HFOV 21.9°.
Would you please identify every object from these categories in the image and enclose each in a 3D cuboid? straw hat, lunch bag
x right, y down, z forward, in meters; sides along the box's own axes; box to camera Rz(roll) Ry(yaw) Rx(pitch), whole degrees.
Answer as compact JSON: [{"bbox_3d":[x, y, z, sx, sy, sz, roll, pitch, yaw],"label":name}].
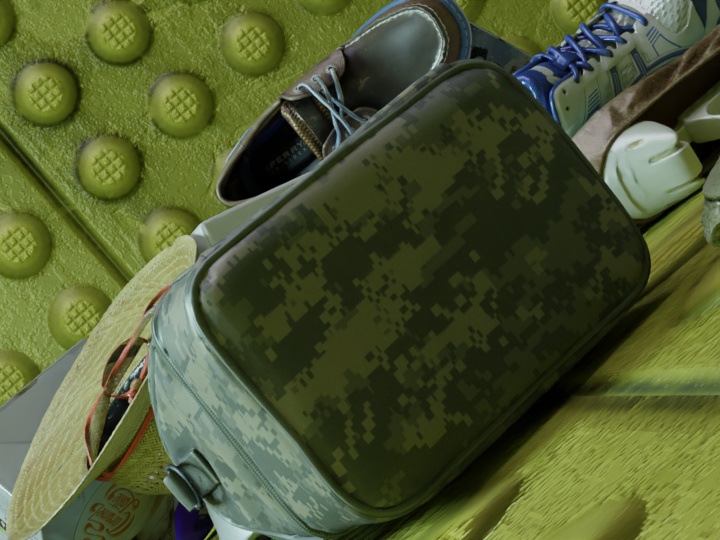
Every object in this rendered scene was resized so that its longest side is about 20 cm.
[{"bbox_3d":[-0.112,0.084,1.042,0.201,0.085,0.201,-51,19,25],"label":"straw hat"},{"bbox_3d":[0.007,0.022,0.814,0.200,0.140,0.168,-41,2,-25],"label":"lunch bag"}]

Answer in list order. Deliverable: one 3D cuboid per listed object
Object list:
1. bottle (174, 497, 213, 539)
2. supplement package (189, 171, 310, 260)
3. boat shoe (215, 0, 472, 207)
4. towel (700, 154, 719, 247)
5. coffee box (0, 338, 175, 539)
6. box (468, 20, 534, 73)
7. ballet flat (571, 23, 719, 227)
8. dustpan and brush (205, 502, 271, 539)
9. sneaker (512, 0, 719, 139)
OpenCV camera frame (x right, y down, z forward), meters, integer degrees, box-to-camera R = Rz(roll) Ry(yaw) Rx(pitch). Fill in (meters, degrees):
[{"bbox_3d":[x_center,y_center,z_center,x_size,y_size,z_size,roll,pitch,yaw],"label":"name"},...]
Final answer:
[{"bbox_3d":[-0.105,0.101,1.334,0.084,0.065,0.201,-55,-11,-70],"label":"bottle"},{"bbox_3d":[0.000,0.000,1.109,0.199,0.120,0.121,-26,-4,-22],"label":"supplement package"},{"bbox_3d":[-0.012,-0.093,1.139,0.200,0.072,0.072,-43,-8,33],"label":"boat shoe"},{"bbox_3d":[0.207,-0.083,0.763,0.148,0.037,0.200,-39,3,26],"label":"towel"},{"bbox_3d":[-0.184,0.157,1.195,0.114,0.080,0.201,-41,-28,-32],"label":"coffee box"},{"bbox_3d":[0.044,-0.067,1.239,0.040,0.136,0.201,35,99,52],"label":"box"},{"bbox_3d":[0.178,-0.076,0.993,0.200,0.068,0.072,-38,21,-11],"label":"ballet flat"},{"bbox_3d":[-0.057,0.135,1.010,0.199,0.057,0.140,-35,-10,-4],"label":"dustpan and brush"},{"bbox_3d":[0.129,-0.101,1.037,0.075,0.088,0.201,21,82,49],"label":"sneaker"}]
